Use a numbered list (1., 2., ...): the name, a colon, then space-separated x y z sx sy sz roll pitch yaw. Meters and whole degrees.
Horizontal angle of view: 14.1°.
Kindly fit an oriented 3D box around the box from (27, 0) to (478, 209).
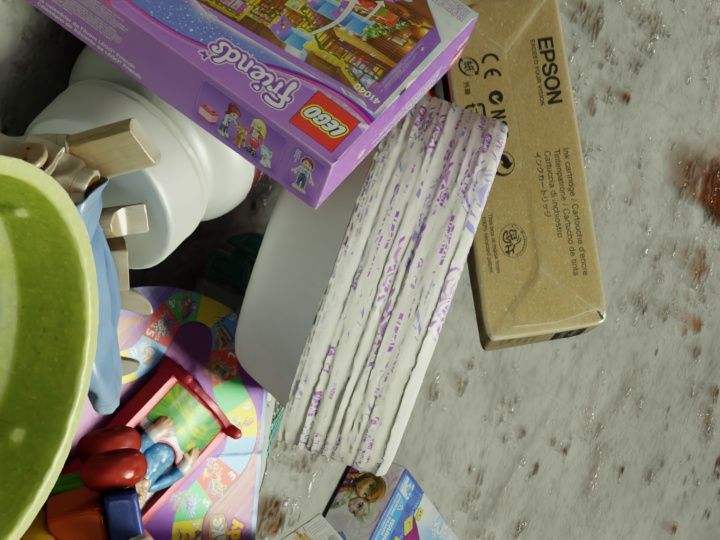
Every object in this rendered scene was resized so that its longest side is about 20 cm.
1. box: -0.060 -0.136 1.445 0.137 0.200 0.039 -46 168 -37

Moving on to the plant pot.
1. plant pot: -0.243 0.027 1.229 0.200 0.183 0.202 -34 132 -47

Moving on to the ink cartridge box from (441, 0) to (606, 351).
1. ink cartridge box: 0.094 -0.058 1.738 0.165 0.075 0.202 53 28 -87

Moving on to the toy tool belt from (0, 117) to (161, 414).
1. toy tool belt: -0.149 0.018 1.413 0.125 0.122 0.201 -96 -179 -56

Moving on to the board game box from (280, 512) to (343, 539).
1. board game box: -0.083 0.207 1.629 0.134 0.034 0.200 -43 174 13

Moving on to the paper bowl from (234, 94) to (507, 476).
1. paper bowl: 0.000 0.000 1.551 0.201 0.104 0.202 19 90 -88

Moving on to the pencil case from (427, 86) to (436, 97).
1. pencil case: 0.007 -0.101 1.688 0.088 0.088 0.201 -42 136 -42

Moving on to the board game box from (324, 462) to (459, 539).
1. board game box: 0.003 0.251 1.916 0.201 0.041 0.200 -62 149 -17

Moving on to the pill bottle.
1. pill bottle: -0.080 -0.099 1.511 0.200 0.114 0.115 -49 143 -36

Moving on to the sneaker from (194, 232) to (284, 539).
1. sneaker: -0.066 0.080 1.678 0.091 0.077 0.201 12 99 -68

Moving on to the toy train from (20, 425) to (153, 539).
1. toy train: -0.155 0.140 1.429 0.200 0.115 0.085 -136 -145 -81

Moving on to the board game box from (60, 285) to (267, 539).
1. board game box: -0.113 0.110 1.568 0.157 0.039 0.202 -3 107 -31
